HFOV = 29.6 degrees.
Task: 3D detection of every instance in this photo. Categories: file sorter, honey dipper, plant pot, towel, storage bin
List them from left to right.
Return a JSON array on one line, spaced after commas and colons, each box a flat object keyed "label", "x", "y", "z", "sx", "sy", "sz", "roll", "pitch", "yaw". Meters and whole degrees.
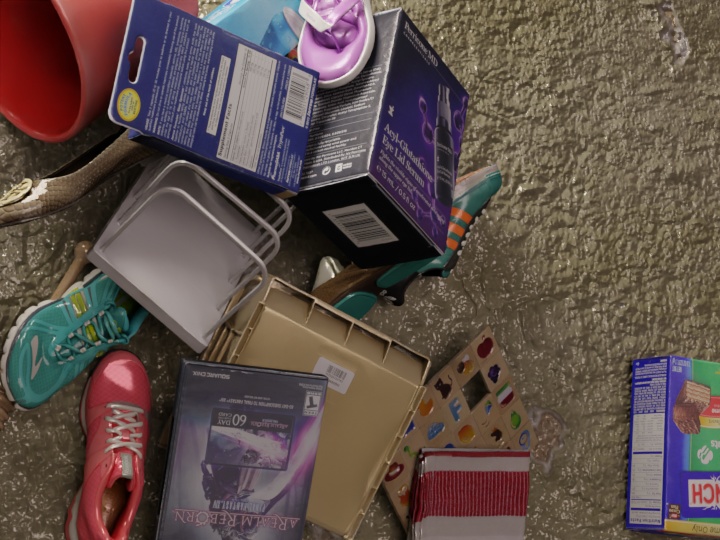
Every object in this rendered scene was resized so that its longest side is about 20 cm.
[{"label": "honey dipper", "x": -0.306, "y": 0.056, "z": 1.293, "sx": 0.038, "sy": 0.038, "sz": 0.202, "roll": 33, "pitch": 65, "yaw": -18}, {"label": "plant pot", "x": -0.260, "y": -0.247, "z": 1.284, "sx": 0.177, "sy": 0.200, "sz": 0.202, "roll": -37, "pitch": 99, "yaw": -36}, {"label": "file sorter", "x": -0.141, "y": -0.055, "z": 1.292, "sx": 0.139, "sy": 0.124, "sz": 0.201, "roll": 41, "pitch": 33, "yaw": -15}, {"label": "storage bin", "x": -0.062, "y": 0.131, "z": 1.340, "sx": 0.199, "sy": 0.094, "sz": 0.200, "roll": 28, "pitch": 87, "yaw": -19}, {"label": "towel", "x": 0.114, "y": 0.290, "z": 1.446, "sx": 0.142, "sy": 0.023, "sz": 0.203, "roll": 4, "pitch": 93, "yaw": -27}]

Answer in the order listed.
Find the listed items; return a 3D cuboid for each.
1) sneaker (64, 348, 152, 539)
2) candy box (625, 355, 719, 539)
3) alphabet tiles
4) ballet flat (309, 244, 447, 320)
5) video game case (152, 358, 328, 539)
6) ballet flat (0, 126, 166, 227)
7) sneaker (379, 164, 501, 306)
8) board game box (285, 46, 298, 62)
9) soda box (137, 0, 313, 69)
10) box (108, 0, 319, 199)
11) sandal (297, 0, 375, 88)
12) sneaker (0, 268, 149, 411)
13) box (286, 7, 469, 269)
[{"label": "sneaker", "x": -0.224, "y": 0.173, "z": 1.283, "sx": 0.073, "sy": 0.087, "sz": 0.203, "roll": 11, "pitch": 77, "yaw": -26}, {"label": "candy box", "x": 0.401, "y": 0.211, "z": 1.598, "sx": 0.167, "sy": 0.077, "sz": 0.203, "roll": 9, "pitch": 79, "yaw": -26}, {"label": "alphabet tiles", "x": 0.101, "y": 0.185, "z": 1.458, "sx": 0.200, "sy": 0.008, "sz": 0.168, "roll": -40, "pitch": 121, "yaw": -26}, {"label": "ballet flat", "x": 0.000, "y": 0.000, "z": 1.406, "sx": 0.068, "sy": 0.199, "sz": 0.073, "roll": 18, "pitch": 37, "yaw": -57}, {"label": "video game case", "x": -0.113, "y": 0.189, "z": 1.270, "sx": 0.141, "sy": 0.019, "sz": 0.203, "roll": 8, "pitch": 94, "yaw": -20}, {"label": "ballet flat", "x": -0.247, "y": -0.093, "z": 1.211, "sx": 0.199, "sy": 0.067, "sz": 0.047, "roll": -33, "pitch": 117, "yaw": -36}, {"label": "sneaker", "x": 0.086, "y": -0.038, "z": 1.487, "sx": 0.199, "sy": 0.071, "sz": 0.080, "roll": -36, "pitch": 99, "yaw": -18}, {"label": "board game box", "x": -0.055, "y": -0.171, "z": 1.441, "sx": 0.199, "sy": 0.057, "sz": 0.167, "roll": 30, "pitch": 71, "yaw": -20}, {"label": "soda box", "x": -0.121, "y": -0.217, "z": 1.311, "sx": 0.200, "sy": 0.064, "sz": 0.068, "roll": -48, "pitch": 118, "yaw": -43}, {"label": "box", "x": -0.131, "y": -0.153, "z": 1.209, "sx": 0.198, "sy": 0.032, "sz": 0.123, "roll": 20, "pitch": 73, "yaw": -35}, {"label": "sandal", "x": -0.028, "y": -0.259, "z": 1.321, "sx": 0.050, "sy": 0.082, "sz": 0.205, "roll": 50, "pitch": 34, "yaw": -44}, {"label": "sneaker", "x": -0.254, "y": 0.051, "z": 1.266, "sx": 0.200, "sy": 0.079, "sz": 0.078, "roll": -48, "pitch": 123, "yaw": -37}, {"label": "box", "x": 0.019, "y": -0.127, "z": 1.333, "sx": 0.148, "sy": 0.103, "sz": 0.202, "roll": 42, "pitch": 49, "yaw": -44}]
